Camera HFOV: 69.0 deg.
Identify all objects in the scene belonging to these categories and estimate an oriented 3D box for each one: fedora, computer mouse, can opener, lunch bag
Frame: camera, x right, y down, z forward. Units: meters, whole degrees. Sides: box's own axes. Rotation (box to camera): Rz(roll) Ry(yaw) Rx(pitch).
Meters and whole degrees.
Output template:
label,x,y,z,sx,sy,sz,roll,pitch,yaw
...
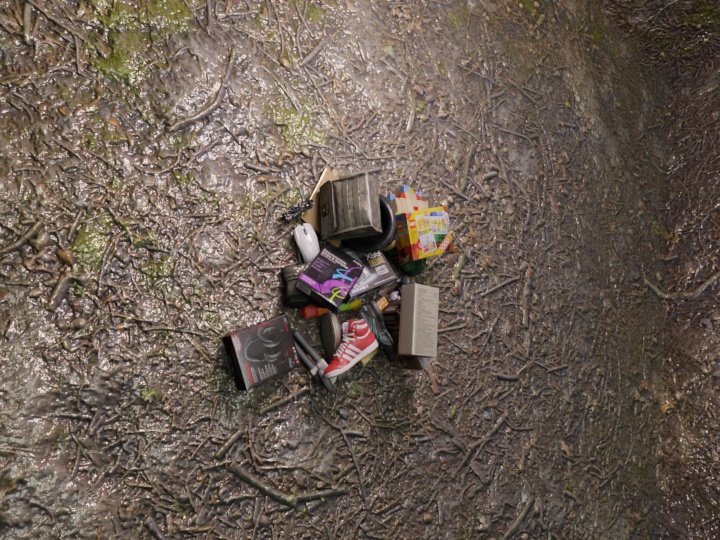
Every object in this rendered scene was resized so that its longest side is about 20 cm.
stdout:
label,x,y,z,sx,sy,sz,roll,pitch,yaw
fedora,0.030,-0.145,1.659,0.091,0.192,0.210,33,57,-70
computer mouse,-0.162,-0.102,1.577,0.107,0.043,0.208,-22,100,-27
can opener,-0.138,0.262,1.527,0.052,0.066,0.202,-41,97,-18
lunch bag,-0.044,-0.187,1.580,0.117,0.193,0.171,18,65,-65

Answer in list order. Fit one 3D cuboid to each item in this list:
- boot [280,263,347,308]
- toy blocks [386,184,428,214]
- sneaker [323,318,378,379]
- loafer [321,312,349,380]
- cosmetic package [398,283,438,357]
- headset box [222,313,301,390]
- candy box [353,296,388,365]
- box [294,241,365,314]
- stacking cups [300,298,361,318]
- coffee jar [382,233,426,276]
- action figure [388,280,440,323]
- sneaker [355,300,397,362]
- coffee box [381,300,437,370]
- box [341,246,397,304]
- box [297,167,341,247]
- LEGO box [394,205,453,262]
label,x,y,z,sx,sy,sz,roll,pitch,yaw
boot,-0.134,0.037,1.543,0.192,0.068,0.135,1,62,-22
toy blocks,0.165,-0.229,1.827,0.194,0.099,0.142,1,69,-35
sneaker,-0.045,0.219,1.518,0.197,0.070,0.116,-32,101,-31
loafer,-0.073,0.225,1.585,0.062,0.070,0.209,-13,98,-43
cosmetic package,0.174,0.151,1.562,0.101,0.072,0.209,12,76,-34
headset box,-0.277,0.225,1.435,0.195,0.076,0.155,-18,92,-37
candy box,0.032,0.191,1.669,0.199,0.055,0.118,-41,106,-34
box,-0.085,0.015,1.529,0.140,0.037,0.202,32,44,3
stacking cups,-0.094,0.105,1.604,0.194,0.060,0.063,-10,87,-31
coffee jar,0.135,-0.078,1.761,0.199,0.084,0.107,41,50,-27
action figure,0.172,0.133,1.736,0.190,0.201,0.106,32,105,-18
sneaker,0.050,0.197,1.616,0.077,0.075,0.206,-27,99,-12
coffee box,0.146,0.203,1.650,0.079,0.113,0.206,-32,102,-34
box,0.000,0.000,1.650,0.195,0.050,0.161,-18,68,-35
box,-0.095,-0.198,1.671,0.162,0.021,0.205,38,63,-24
LEGO box,0.206,-0.120,1.715,0.195,0.076,0.155,-13,94,-38
